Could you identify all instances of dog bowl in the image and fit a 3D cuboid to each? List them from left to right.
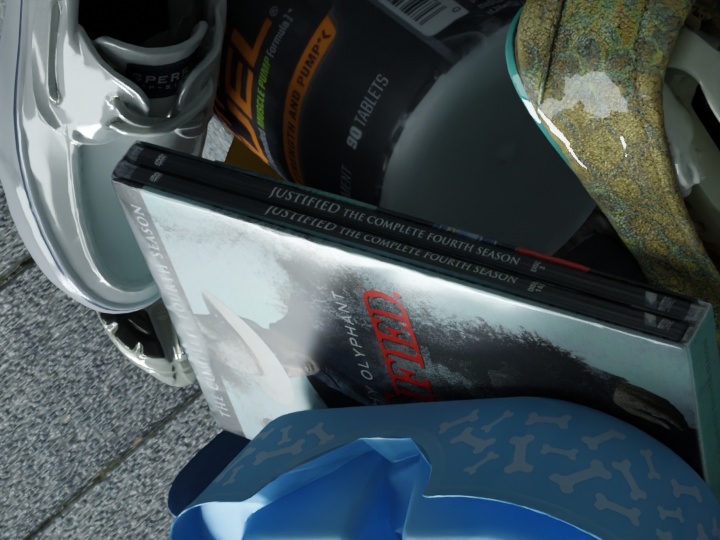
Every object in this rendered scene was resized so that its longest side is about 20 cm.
[{"bbox_3d":[0.029,0.090,0.711,0.200,0.050,0.112,-7,132,42],"label":"dog bowl"}]

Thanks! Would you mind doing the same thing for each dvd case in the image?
[{"bbox_3d":[0.024,0.033,0.717,0.200,0.022,0.146,18,148,26],"label":"dvd case"}]

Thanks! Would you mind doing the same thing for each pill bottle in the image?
[{"bbox_3d":[-0.006,-0.083,0.778,0.200,0.106,0.106,41,169,41],"label":"pill bottle"}]

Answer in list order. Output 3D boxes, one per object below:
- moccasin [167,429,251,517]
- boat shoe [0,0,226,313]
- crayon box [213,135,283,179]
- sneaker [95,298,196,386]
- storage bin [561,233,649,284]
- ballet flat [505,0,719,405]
[{"bbox_3d":[-0.026,0.103,0.889,0.068,0.080,0.200,47,173,-15],"label":"moccasin"},{"bbox_3d":[-0.079,-0.073,0.725,0.065,0.073,0.200,32,132,53],"label":"boat shoe"},{"bbox_3d":[0.001,-0.014,1.017,0.126,0.052,0.200,18,161,4],"label":"crayon box"},{"bbox_3d":[-0.100,-0.044,0.946,0.085,0.077,0.200,82,176,-73],"label":"sneaker"},{"bbox_3d":[0.099,0.091,0.918,0.200,0.134,0.146,49,171,6],"label":"storage bin"},{"bbox_3d":[0.115,-0.011,0.657,0.200,0.071,0.071,52,171,-33],"label":"ballet flat"}]
